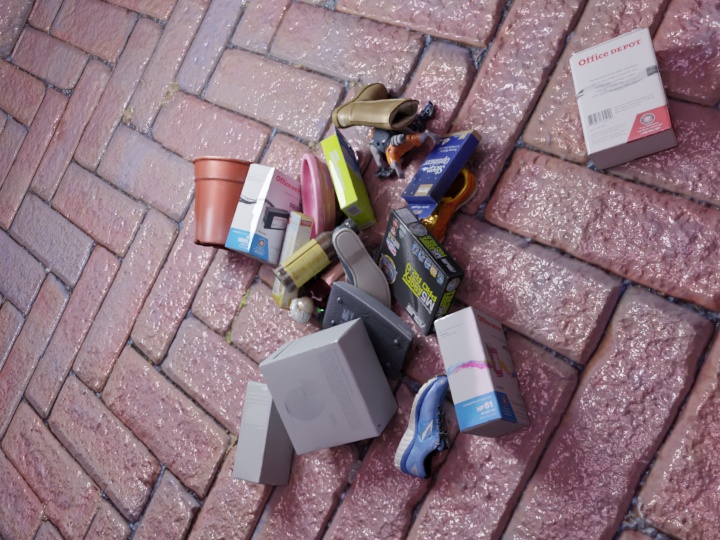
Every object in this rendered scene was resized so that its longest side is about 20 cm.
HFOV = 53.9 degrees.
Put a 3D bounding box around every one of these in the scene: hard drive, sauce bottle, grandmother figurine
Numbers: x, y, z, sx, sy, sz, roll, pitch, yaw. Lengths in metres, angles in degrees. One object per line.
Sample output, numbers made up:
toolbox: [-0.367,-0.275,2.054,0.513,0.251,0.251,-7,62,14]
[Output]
hard drive: [0.016,0.116,1.421,0.198,0.042,0.137,35,132,20]
sauce bottle: [-0.088,-0.035,1.482,0.198,0.065,0.065,-37,55,-10]
grandmother figurine: [-0.073,0.033,1.500,0.199,0.061,0.121,-42,63,-17]

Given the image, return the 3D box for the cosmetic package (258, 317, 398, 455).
cosmetic package: [-0.060,0.229,1.397,0.197,0.123,0.203,-19,99,29]

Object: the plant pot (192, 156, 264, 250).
plant pot: [-0.318,-0.153,1.711,0.197,0.199,0.201,4,86,34]

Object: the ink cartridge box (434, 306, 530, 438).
ink cartridge box: [0.215,0.181,1.258,0.083,0.144,0.204,-25,63,25]

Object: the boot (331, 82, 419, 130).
boot: [0.055,-0.350,1.520,0.175,0.067,0.198,-43,32,-27]

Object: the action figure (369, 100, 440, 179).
action figure: [0.087,-0.291,1.508,0.202,0.104,0.193,-56,34,2]

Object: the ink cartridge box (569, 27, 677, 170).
ink cartridge box: [0.470,-0.305,1.270,0.144,0.082,0.205,-15,68,29]

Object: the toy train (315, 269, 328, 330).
toy train: [-0.071,0.090,1.538,0.041,0.056,0.205,-20,66,27]

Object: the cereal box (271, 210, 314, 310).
cereal box: [-0.151,-0.026,1.573,0.144,0.039,0.205,-145,68,-73]

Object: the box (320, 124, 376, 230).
box: [-0.028,-0.203,1.554,0.047,0.122,0.204,-23,63,13]

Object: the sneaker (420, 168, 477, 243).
sneaker: [0.156,-0.122,1.435,0.073,0.077,0.202,38,100,34]

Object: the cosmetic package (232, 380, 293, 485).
cosmetic package: [-0.198,0.350,1.516,0.088,0.106,0.205,3,76,34]

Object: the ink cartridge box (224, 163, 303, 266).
ink cartridge box: [-0.214,-0.125,1.646,0.083,0.144,0.205,13,83,34]

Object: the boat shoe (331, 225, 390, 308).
boat shoe: [0.000,0.000,1.451,0.074,0.202,0.062,-33,17,1]

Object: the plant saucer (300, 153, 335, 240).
plant saucer: [-0.094,-0.158,1.575,0.049,0.202,0.205,-6,65,-12]

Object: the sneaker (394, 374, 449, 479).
sneaker: [0.137,0.294,1.330,0.088,0.078,0.205,20,95,29]

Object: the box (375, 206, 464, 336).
box: [0.110,0.001,1.396,0.201,0.043,0.162,53,142,33]

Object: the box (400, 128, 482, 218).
box: [0.153,-0.194,1.424,0.202,0.032,0.121,-57,23,-11]
